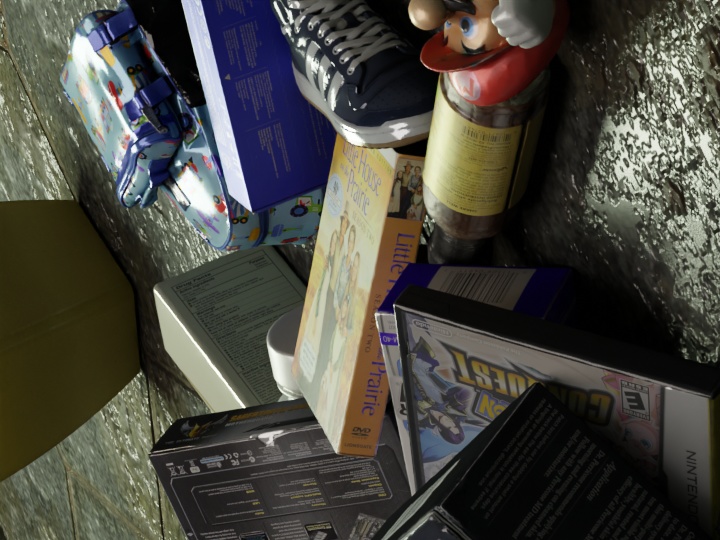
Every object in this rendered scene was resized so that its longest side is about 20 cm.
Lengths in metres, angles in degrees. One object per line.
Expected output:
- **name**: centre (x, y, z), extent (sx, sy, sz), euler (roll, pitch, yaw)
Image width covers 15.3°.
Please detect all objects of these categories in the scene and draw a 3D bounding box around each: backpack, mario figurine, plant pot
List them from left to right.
- **plant pot**: centre (-0.320, 0.046, 2.579), extent (0.200, 0.176, 0.200), euler (54, 158, 34)
- **backpack**: centre (-0.110, -0.099, 1.916), extent (0.201, 0.134, 0.183), euler (63, 162, 4)
- **mario figurine**: centre (0.052, -0.181, 1.410), extent (0.124, 0.106, 0.201), euler (-68, -26, -66)

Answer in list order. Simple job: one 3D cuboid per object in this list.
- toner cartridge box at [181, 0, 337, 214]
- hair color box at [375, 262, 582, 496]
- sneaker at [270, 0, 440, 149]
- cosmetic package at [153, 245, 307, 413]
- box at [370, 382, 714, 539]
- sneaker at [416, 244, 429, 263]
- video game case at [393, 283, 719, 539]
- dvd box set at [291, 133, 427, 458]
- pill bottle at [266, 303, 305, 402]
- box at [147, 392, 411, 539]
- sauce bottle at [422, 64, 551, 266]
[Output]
- **toner cartridge box**: centre (-0.059, -0.147, 1.778), extent (0.043, 0.095, 0.201), euler (36, 144, 57)
- **hair color box**: centre (0.084, 0.097, 1.630), extent (0.109, 0.065, 0.201), euler (2, 123, 24)
- **sneaker**: centre (-0.004, -0.148, 1.664), extent (0.200, 0.070, 0.109), euler (37, 147, 61)
- **cosmetic package**: centre (-0.066, 0.073, 2.032), extent (0.200, 0.103, 0.073), euler (50, 155, 44)
- **box**: centre (0.099, 0.203, 1.520), extent (0.197, 0.124, 0.200), euler (43, 141, 0)
- **sneaker**: centre (0.080, 0.082, 1.717), extent (0.090, 0.067, 0.201), euler (11, 119, 51)
- **video game case**: centre (0.117, 0.107, 1.536), extent (0.199, 0.026, 0.181), euler (15, 133, 26)
- **dvd box set**: centre (0.000, 0.000, 1.716), extent (0.146, 0.029, 0.201), euler (-124, 43, -66)
- **pill bottle**: centre (-0.002, 0.125, 1.893), extent (0.114, 0.114, 0.201), euler (35, 143, 58)
- **box**: centre (-0.026, 0.165, 1.827), extent (0.199, 0.048, 0.159), euler (-12, 113, 31)
- **sauce bottle**: centre (0.068, -0.062, 1.571), extent (0.065, 0.065, 0.200), euler (58, 157, 26)
